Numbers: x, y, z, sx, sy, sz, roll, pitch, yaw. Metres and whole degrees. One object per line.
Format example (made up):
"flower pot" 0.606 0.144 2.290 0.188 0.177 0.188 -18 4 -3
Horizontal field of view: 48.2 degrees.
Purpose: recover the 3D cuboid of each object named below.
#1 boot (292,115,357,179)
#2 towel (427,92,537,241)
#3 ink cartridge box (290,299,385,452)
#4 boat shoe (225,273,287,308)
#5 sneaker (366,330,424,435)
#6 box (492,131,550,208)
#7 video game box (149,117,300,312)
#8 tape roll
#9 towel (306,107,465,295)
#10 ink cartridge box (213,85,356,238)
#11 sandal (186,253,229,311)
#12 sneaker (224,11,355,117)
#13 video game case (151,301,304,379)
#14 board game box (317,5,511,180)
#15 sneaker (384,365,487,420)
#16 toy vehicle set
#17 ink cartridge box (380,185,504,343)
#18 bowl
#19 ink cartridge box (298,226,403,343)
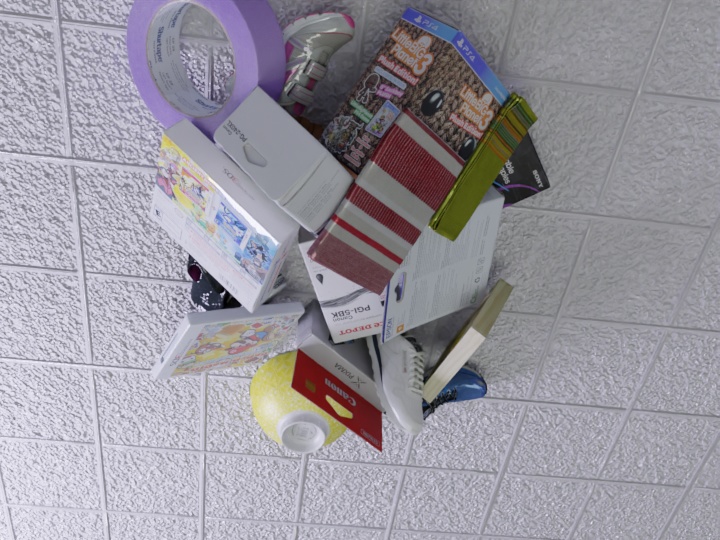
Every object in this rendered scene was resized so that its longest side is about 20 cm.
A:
"boot" -0.045 -0.177 1.113 0.155 0.077 0.199 40 124 -22
"towel" 0.163 -0.130 1.054 0.202 0.018 0.086 -57 148 8
"ink cartridge box" -0.020 0.166 1.289 0.045 0.178 0.199 -39 116 24
"boat shoe" -0.191 0.048 1.279 0.199 0.070 0.064 -40 86 34
"sneaker" 0.068 0.161 1.284 0.080 0.203 0.076 -29 147 20
"box" 0.158 -0.140 1.160 0.197 0.036 0.144 -25 124 15
"video game box" -0.179 -0.065 1.024 0.200 0.047 0.183 43 148 6
"tape roll" -0.189 -0.262 0.983 0.196 0.066 0.205 12 117 25
"towel" 0.033 -0.077 0.958 0.143 0.023 0.202 29 97 -50
"ink cartridge box" -0.066 -0.109 0.969 0.084 0.145 0.200 -46 152 1
"sandal" -0.221 0.008 1.174 0.074 0.048 0.203 27 139 12
"sneaker" -0.079 -0.247 1.026 0.198 0.090 0.081 -33 166 28
"video game case" -0.208 0.110 1.261 0.197 0.023 0.182 -6 151 -37
"board game box" 0.071 -0.188 1.004 0.202 0.097 0.159 -55 140 4
"sneaker" 0.123 0.221 1.396 0.195 0.090 0.080 -7 129 4
"toy vehicle set" 0.164 0.112 1.268 0.026 0.125 0.201 35 138 5
"ink cartridge box" 0.107 -0.009 1.160 0.197 0.041 0.203 -20 135 -27
"bowl" -0.098 0.250 1.400 0.195 0.109 0.203 -1 128 -1
"ink cartridge box" 0.000 0.000 1.230 0.143 0.084 0.203 -13 126 7
